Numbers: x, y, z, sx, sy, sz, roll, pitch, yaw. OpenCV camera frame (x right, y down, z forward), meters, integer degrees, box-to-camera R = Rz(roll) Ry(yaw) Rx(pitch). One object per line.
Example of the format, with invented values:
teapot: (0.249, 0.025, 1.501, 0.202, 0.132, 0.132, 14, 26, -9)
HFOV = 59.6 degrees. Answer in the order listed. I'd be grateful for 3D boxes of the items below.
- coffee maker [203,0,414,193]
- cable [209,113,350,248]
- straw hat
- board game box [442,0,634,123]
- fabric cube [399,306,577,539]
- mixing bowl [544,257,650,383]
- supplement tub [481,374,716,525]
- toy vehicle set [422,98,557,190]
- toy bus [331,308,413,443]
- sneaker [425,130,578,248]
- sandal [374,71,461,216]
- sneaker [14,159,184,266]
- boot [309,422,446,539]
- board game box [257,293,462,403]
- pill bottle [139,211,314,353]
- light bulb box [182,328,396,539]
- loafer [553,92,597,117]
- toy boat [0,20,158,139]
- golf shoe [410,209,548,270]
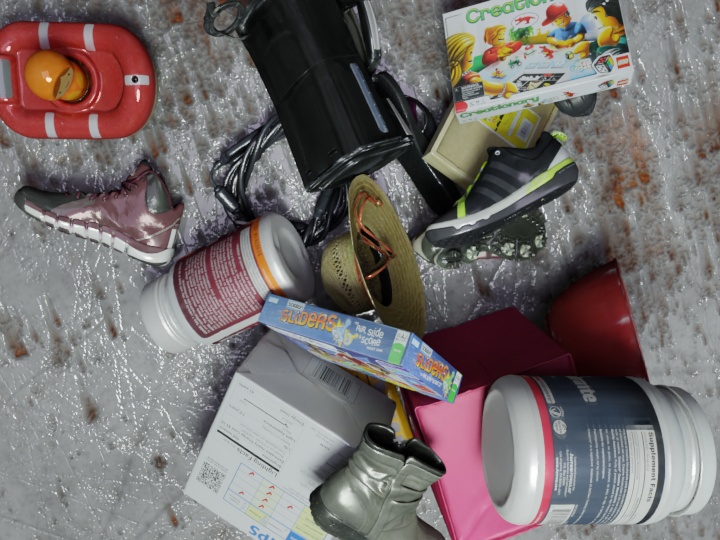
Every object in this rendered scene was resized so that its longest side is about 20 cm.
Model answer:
coffee maker: (-0.053, -0.198, 0.704, 0.188, 0.135, 0.205, -23, 86, -19)
cable: (-0.083, -0.112, 0.800, 0.197, 0.051, 0.166, -32, 102, 1)
straw hat: (0.000, 0.000, 0.736, 0.083, 0.201, 0.206, -18, 104, 22)
board game box: (0.197, -0.254, 0.717, 0.194, 0.035, 0.131, -10, 76, 16)
fabric cube: (0.164, 0.192, 0.805, 0.194, 0.200, 0.202, -17, 104, -1)
mixing bowl: (0.303, 0.097, 0.816, 0.105, 0.200, 0.205, -15, 103, 20)
supplement tub: (0.231, 0.180, 0.635, 0.193, 0.141, 0.145, 2, 101, -6)
toy vehicle set: (0.173, -0.190, 0.781, 0.122, 0.026, 0.204, 32, 76, -11)
toy bus: (0.005, 0.149, 0.851, 0.076, 0.065, 0.205, -19, 102, 0)
sneaker: (0.155, -0.096, 0.727, 0.196, 0.072, 0.085, -26, 78, -3)
sandal: (0.074, -0.163, 0.802, 0.048, 0.075, 0.203, -40, 110, -21)
sneaker: (-0.312, -0.093, 0.781, 0.195, 0.076, 0.118, 22, 94, -19)
boot: (0.052, 0.252, 0.677, 0.198, 0.068, 0.131, 33, 112, -23)
board game box: (-0.001, 0.085, 0.687, 0.135, 0.196, 0.035, 41, 67, -50)
pill bottle: (-0.164, 0.020, 0.774, 0.196, 0.114, 0.117, -24, 103, 15)
light bulb box: (-0.087, 0.222, 0.787, 0.195, 0.125, 0.203, 30, 114, 3)
loafer: (0.238, -0.281, 0.770, 0.067, 0.070, 0.207, -23, 73, 30)
toy boat: (-0.336, -0.218, 0.717, 0.193, 0.131, 0.135, -1, 102, -4)
golf shoe: (0.158, -0.049, 0.825, 0.194, 0.087, 0.080, -6, 96, -27)
